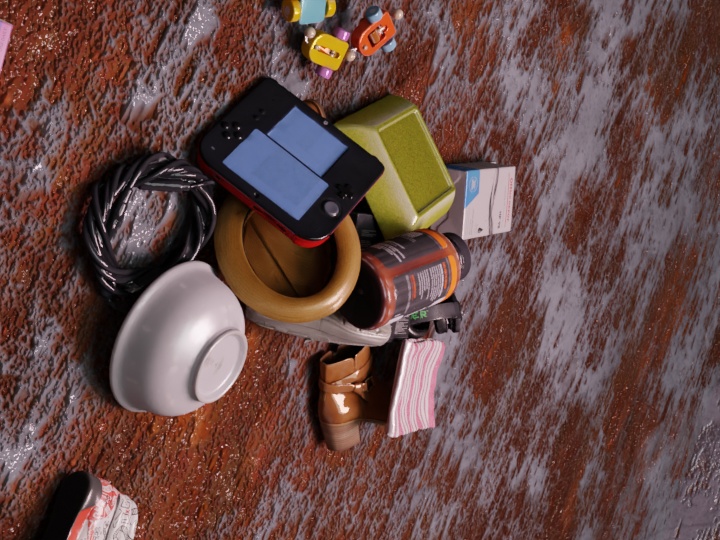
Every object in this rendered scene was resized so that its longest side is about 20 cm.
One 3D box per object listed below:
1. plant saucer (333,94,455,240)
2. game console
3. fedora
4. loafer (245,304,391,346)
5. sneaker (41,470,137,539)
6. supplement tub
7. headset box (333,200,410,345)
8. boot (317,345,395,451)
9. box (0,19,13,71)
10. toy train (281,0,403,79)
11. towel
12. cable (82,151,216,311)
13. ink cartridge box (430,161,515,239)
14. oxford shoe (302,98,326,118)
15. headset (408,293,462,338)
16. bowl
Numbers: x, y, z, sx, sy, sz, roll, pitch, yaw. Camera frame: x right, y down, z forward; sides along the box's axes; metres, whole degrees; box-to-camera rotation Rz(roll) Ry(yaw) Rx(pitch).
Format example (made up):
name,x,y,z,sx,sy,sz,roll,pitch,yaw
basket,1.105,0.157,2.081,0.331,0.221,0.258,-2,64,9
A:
name,x,y,z,sx,sy,sz,roll,pitch,yaw
plant saucer,0.064,-0.151,1.617,0.200,0.048,0.201,-38,105,-55
game console,-0.088,-0.138,1.408,0.177,0.200,0.031,-51,178,-31
fedora,-0.097,-0.021,1.423,0.201,0.200,0.082,-59,-178,-24
loafer,-0.058,0.065,1.511,0.070,0.199,0.070,-81,-168,-46
sneaker,-0.330,0.343,1.297,0.108,0.067,0.202,44,62,-47
supplement tub,0.062,0.005,1.505,0.200,0.107,0.107,-20,116,-43
headset box,0.000,0.000,1.627,0.174,0.092,0.201,0,99,-54
boot,0.012,0.168,1.708,0.200,0.073,0.155,-32,126,-44
box,-0.432,-0.169,0.980,0.200,0.096,0.177,18,86,-54
toy train,-0.033,-0.346,1.491,0.150,0.056,0.200,-46,140,-7
towel,0.088,0.178,1.720,0.200,0.030,0.147,11,88,-71
cable,-0.247,-0.058,1.319,0.200,0.051,0.164,-43,127,-35
ink cartridge box,0.202,-0.122,1.891,0.200,0.066,0.116,-12,109,-52
oxford shoe,-0.091,-0.131,1.487,0.071,0.071,0.201,6,96,-49
headset,0.104,0.060,1.780,0.200,0.123,0.094,10,70,-69
bowl,-0.199,0.097,1.343,0.201,0.090,0.202,-46,150,-36
